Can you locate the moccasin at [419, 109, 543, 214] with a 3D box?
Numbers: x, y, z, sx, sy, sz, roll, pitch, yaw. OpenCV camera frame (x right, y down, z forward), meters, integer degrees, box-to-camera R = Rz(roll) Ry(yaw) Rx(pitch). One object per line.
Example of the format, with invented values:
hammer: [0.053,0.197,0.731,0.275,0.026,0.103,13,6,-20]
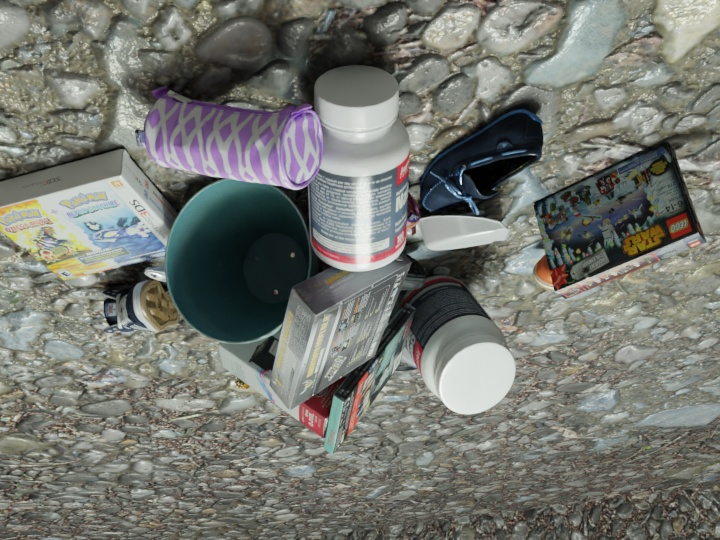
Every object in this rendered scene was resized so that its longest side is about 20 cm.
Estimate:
moccasin: [0.141,-0.121,0.965,0.079,0.070,0.199,12,148,-30]

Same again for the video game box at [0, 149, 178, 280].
video game box: [-0.345,-0.065,0.999,0.195,0.048,0.183,-13,147,11]

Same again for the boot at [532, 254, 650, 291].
boot: [0.349,-0.037,1.160,0.196,0.076,0.108,-19,146,5]

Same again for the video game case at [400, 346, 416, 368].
video game case: [-0.012,0.110,1.309,0.180,0.022,0.199,10,163,38]

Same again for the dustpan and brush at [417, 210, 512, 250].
dustpan and brush: [0.104,-0.059,1.079,0.195,0.059,0.140,-9,174,7]

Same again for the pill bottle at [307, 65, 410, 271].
pill bottle: [-0.003,-0.112,0.866,0.117,0.121,0.203,-4,131,-4]

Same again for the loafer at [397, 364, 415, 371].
loafer: [0.120,0.127,1.393,0.196,0.069,0.071,-14,136,8]

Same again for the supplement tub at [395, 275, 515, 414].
supplement tub: [0.143,0.111,1.207,0.137,0.201,0.143,-7,118,-13]

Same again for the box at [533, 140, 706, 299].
box: [0.336,-0.064,1.033,0.198,0.140,0.040,-27,148,31]

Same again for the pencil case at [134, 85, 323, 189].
pencil case: [-0.133,-0.139,0.808,0.196,0.084,0.087,13,114,25]

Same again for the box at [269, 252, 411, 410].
box: [-0.029,0.069,0.979,0.157,0.048,0.202,-28,151,-34]

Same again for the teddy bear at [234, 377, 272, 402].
teddy bear: [-0.131,0.198,1.420,0.195,0.069,0.145,-1,-171,-7]

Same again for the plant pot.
plant pot: [-0.135,-0.008,1.014,0.196,0.205,0.135,-14,172,14]

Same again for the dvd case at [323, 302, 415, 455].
dvd case: [0.013,0.159,1.147,0.022,0.200,0.148,30,141,17]

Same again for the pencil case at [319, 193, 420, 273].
pencil case: [0.001,-0.022,1.039,0.201,0.086,0.083,-55,171,26]

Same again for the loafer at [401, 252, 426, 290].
loafer: [0.000,0.000,1.142,0.196,0.069,0.071,10,125,-15]

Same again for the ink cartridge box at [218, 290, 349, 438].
ink cartridge box: [-0.093,0.126,1.168,0.198,0.147,0.083,31,154,13]

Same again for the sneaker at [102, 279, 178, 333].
sneaker: [-0.336,0.055,1.140,0.106,0.072,0.200,-2,174,-2]

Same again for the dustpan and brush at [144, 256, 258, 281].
dustpan and brush: [-0.223,0.010,1.117,0.138,0.058,0.198,-28,144,33]
